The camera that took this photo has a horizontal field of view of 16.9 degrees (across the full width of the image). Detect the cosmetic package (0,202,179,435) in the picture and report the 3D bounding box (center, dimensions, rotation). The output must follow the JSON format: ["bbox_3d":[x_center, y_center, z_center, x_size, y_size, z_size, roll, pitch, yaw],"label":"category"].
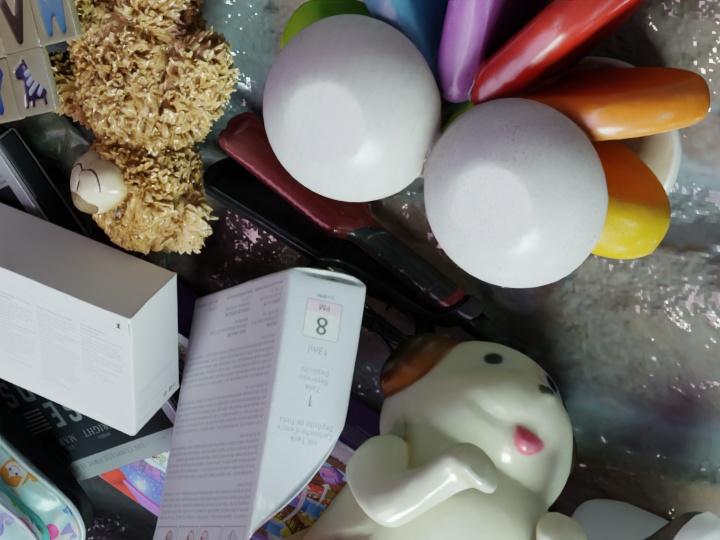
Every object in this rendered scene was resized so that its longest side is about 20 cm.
[{"bbox_3d":[-0.191,0.010,1.301,0.199,0.051,0.083,22,135,22],"label":"cosmetic package"}]

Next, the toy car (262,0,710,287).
[{"bbox_3d":[0.064,-0.095,1.096,0.199,0.175,0.150,28,114,14],"label":"toy car"}]

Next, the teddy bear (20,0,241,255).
[{"bbox_3d":[-0.120,-0.105,1.245,0.145,0.067,0.201,27,115,25],"label":"teddy bear"}]

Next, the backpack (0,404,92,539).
[{"bbox_3d":[-0.264,0.158,1.331,0.177,0.151,0.200,44,95,-4],"label":"backpack"}]

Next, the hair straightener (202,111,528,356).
[{"bbox_3d":[0.000,0.000,1.285,0.200,0.041,0.077,34,135,3],"label":"hair straightener"}]

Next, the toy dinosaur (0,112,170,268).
[{"bbox_3d":[-0.179,-0.070,1.344,0.200,0.047,0.088,48,128,0],"label":"toy dinosaur"}]

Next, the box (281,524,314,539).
[{"bbox_3d":[0.018,0.202,1.343,0.199,0.021,0.164,-27,112,16],"label":"box"}]

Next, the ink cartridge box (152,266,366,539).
[{"bbox_3d":[-0.059,0.105,1.237,0.057,0.201,0.162,9,171,-20],"label":"ink cartridge box"}]

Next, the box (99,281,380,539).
[{"bbox_3d":[-0.069,0.101,1.385,0.200,0.039,0.137,33,131,9],"label":"box"}]

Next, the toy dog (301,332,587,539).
[{"bbox_3d":[0.040,0.132,1.209,0.139,0.201,0.194,30,166,-8],"label":"toy dog"}]

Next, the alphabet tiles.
[{"bbox_3d":[-0.209,-0.175,1.267,0.166,0.006,0.201,-6,100,49],"label":"alphabet tiles"}]

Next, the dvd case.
[{"bbox_3d":[-0.188,0.028,1.366,0.150,0.025,0.200,-21,107,42],"label":"dvd case"}]

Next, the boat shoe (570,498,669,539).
[{"bbox_3d":[0.189,0.195,1.263,0.199,0.072,0.068,26,128,19],"label":"boat shoe"}]

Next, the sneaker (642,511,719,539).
[{"bbox_3d":[0.109,0.171,1.226,0.082,0.077,0.200,53,132,18],"label":"sneaker"}]
